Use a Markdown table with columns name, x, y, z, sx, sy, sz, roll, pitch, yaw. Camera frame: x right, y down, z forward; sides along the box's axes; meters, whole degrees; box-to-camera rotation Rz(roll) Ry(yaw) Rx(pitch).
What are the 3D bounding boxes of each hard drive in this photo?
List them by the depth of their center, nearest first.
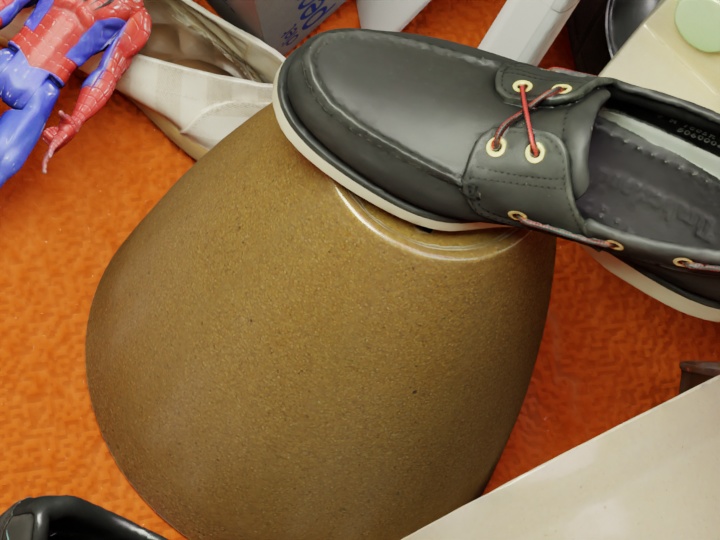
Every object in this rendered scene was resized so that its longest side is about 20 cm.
| name | x | y | z | sx | sy | sz | roll | pitch | yaw |
| --- | --- | --- | --- | --- | --- | --- | --- | --- | --- |
| hard drive | 0.078 | -0.115 | 1.191 | 0.027 | 0.200 | 0.132 | 33 | 59 | 0 |

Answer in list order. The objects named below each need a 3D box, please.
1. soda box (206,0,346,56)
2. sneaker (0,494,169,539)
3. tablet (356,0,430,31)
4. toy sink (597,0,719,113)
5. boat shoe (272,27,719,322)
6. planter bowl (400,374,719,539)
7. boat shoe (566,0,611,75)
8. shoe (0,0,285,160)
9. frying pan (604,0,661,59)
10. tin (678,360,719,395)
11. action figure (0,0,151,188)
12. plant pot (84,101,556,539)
| name | x | y | z | sx | sy | sz | roll | pitch | yaw |
| --- | --- | --- | --- | --- | --- | --- | --- | --- | --- |
| soda box | -0.039 | -0.151 | 1.168 | 0.068 | 0.200 | 0.063 | -42 | 81 | -6 |
| sneaker | -0.064 | 0.157 | 1.052 | 0.200 | 0.079 | 0.075 | 37 | 57 | 0 |
| tablet | 0.043 | -0.198 | 1.225 | 0.014 | 0.200 | 0.131 | 8 | 61 | -29 |
| toy sink | 0.204 | -0.103 | 1.162 | 0.130 | 0.112 | 0.200 | 43 | 48 | -1 |
| boat shoe | 0.068 | -0.044 | 1.002 | 0.201 | 0.063 | 0.074 | 21 | 62 | -5 |
| planter bowl | 0.086 | 0.142 | 1.059 | 0.200 | 0.200 | 0.135 | -25 | 83 | -27 |
| boat shoe | 0.163 | -0.067 | 1.281 | 0.075 | 0.075 | 0.203 | -6 | 64 | -45 |
| shoe | -0.115 | -0.117 | 1.215 | 0.200 | 0.053 | 0.070 | 32 | 58 | 0 |
| frying pan | 0.129 | -0.089 | 1.207 | 0.189 | 0.031 | 0.115 | -9 | 66 | -34 |
| tin | 0.231 | 0.067 | 1.201 | 0.199 | 0.112 | 0.042 | 7 | 87 | -14 |
| action figure | -0.143 | -0.070 | 1.151 | 0.065 | 0.052 | 0.200 | 36 | 75 | 4 |
| plant pot | 0.000 | 0.000 | 1.108 | 0.185 | 0.200 | 0.187 | 7 | 62 | -14 |
